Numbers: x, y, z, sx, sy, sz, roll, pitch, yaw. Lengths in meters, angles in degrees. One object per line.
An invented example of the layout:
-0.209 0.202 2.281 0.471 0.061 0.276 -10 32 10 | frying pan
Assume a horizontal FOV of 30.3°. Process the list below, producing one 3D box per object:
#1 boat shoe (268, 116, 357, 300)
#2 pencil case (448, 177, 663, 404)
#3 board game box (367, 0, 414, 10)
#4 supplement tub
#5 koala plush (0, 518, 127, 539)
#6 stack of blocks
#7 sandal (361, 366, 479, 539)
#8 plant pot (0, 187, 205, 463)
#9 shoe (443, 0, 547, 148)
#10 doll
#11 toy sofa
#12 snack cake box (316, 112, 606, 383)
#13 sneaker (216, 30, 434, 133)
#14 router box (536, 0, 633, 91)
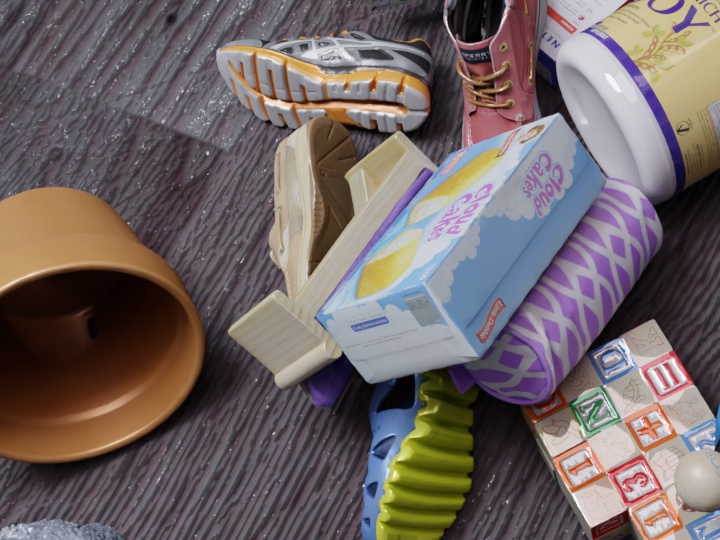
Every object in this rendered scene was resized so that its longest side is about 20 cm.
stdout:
-0.037 -0.022 1.078 0.064 0.071 0.201 -21 61 43 | boat shoe
0.145 0.011 0.967 0.085 0.084 0.200 -8 28 45 | pencil case
0.089 -0.283 1.075 0.199 0.135 0.029 -12 62 8 | board game box
0.268 -0.158 1.021 0.199 0.146 0.146 -31 62 -3 | supplement tub
-0.212 0.292 0.904 0.183 0.178 0.200 -25 57 -11 | koala plush
0.206 0.151 0.934 0.115 0.059 0.201 -27 62 -1 | stack of blocks
0.039 0.115 0.991 0.087 0.079 0.201 -3 65 48 | sandal
-0.234 0.031 1.033 0.199 0.201 0.140 -28 45 -1 | plant pot
0.102 -0.152 1.058 0.071 0.091 0.202 3 84 31 | shoe
0.289 0.123 0.885 0.199 0.049 0.137 -9 58 -26 | doll
0.000 0.000 0.993 0.098 0.083 0.200 42 54 -9 | toy sofa
0.073 -0.017 0.926 0.115 0.067 0.200 -20 24 48 | snack cake box
-0.028 -0.170 1.144 0.199 0.078 0.078 12 54 14 | sneaker
0.169 -0.280 1.159 0.179 0.049 0.200 -39 62 -7 | router box
